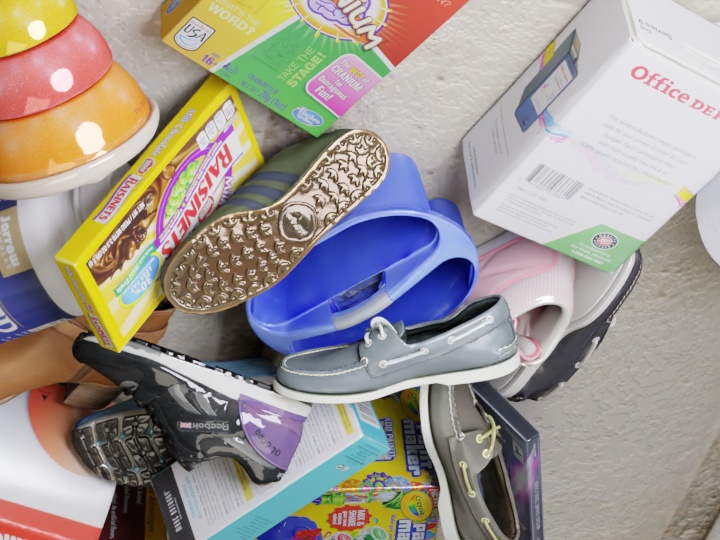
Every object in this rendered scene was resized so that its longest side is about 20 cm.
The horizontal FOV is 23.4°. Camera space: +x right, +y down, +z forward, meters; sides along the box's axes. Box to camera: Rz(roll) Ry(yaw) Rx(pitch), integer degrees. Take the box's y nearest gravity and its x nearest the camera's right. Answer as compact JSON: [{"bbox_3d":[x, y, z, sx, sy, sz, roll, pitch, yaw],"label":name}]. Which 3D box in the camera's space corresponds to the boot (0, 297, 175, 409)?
[{"bbox_3d":[-0.261,0.053,1.453,0.199,0.077,0.155,15,137,-26],"label":"boot"}]

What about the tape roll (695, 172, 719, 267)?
[{"bbox_3d":[0.354,-0.060,1.308,0.200,0.201,0.066,-32,130,26],"label":"tape roll"}]

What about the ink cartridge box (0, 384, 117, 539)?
[{"bbox_3d":[-0.289,0.181,1.501,0.162,0.201,0.050,22,130,-26],"label":"ink cartridge box"}]

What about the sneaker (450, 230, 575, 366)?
[{"bbox_3d":[0.097,0.044,1.466,0.200,0.105,0.075,-31,133,26],"label":"sneaker"}]

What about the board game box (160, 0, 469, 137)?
[{"bbox_3d":[-0.024,-0.200,1.241,0.153,0.040,0.200,29,127,-31],"label":"board game box"}]

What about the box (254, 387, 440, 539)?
[{"bbox_3d":[-0.030,0.214,1.619,0.191,0.122,0.201,-2,137,-5],"label":"box"}]

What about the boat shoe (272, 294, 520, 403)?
[{"bbox_3d":[0.027,0.059,1.380,0.199,0.073,0.062,-7,113,-3],"label":"boat shoe"}]

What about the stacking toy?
[{"bbox_3d":[-0.237,-0.164,1.226,0.145,0.146,0.201,-13,117,9],"label":"stacking toy"}]

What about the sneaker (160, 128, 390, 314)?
[{"bbox_3d":[-0.070,-0.040,1.331,0.200,0.090,0.067,-37,106,-7],"label":"sneaker"}]

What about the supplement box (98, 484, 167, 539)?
[{"bbox_3d":[-0.291,0.277,1.604,0.199,0.198,0.133,13,134,-17],"label":"supplement box"}]

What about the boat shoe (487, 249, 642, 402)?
[{"bbox_3d":[0.183,0.044,1.495,0.060,0.074,0.200,13,127,-33],"label":"boat shoe"}]

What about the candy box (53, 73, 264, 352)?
[{"bbox_3d":[-0.145,-0.044,1.300,0.026,0.200,0.102,20,148,29],"label":"candy box"}]

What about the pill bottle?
[{"bbox_3d":[-0.262,-0.012,1.359,0.199,0.120,0.120,-19,135,14],"label":"pill bottle"}]

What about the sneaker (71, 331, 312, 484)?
[{"bbox_3d":[-0.145,0.113,1.396,0.199,0.088,0.076,20,176,-1],"label":"sneaker"}]

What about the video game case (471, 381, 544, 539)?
[{"bbox_3d":[0.116,0.169,1.579,0.019,0.143,0.201,-30,140,-20],"label":"video game case"}]

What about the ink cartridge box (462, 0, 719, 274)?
[{"bbox_3d":[0.194,-0.108,1.326,0.145,0.088,0.200,21,132,-26],"label":"ink cartridge box"}]

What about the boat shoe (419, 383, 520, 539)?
[{"bbox_3d":[0.094,0.153,1.488,0.060,0.072,0.203,1,121,24],"label":"boat shoe"}]

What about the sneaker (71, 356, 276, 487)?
[{"bbox_3d":[-0.156,0.127,1.531,0.199,0.090,0.079,-13,120,-7],"label":"sneaker"}]

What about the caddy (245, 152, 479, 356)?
[{"bbox_3d":[0.000,0.000,1.406,0.199,0.105,0.141,-29,131,23],"label":"caddy"}]

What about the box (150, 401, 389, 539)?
[{"bbox_3d":[-0.078,0.164,1.458,0.200,0.083,0.049,-34,145,16],"label":"box"}]
